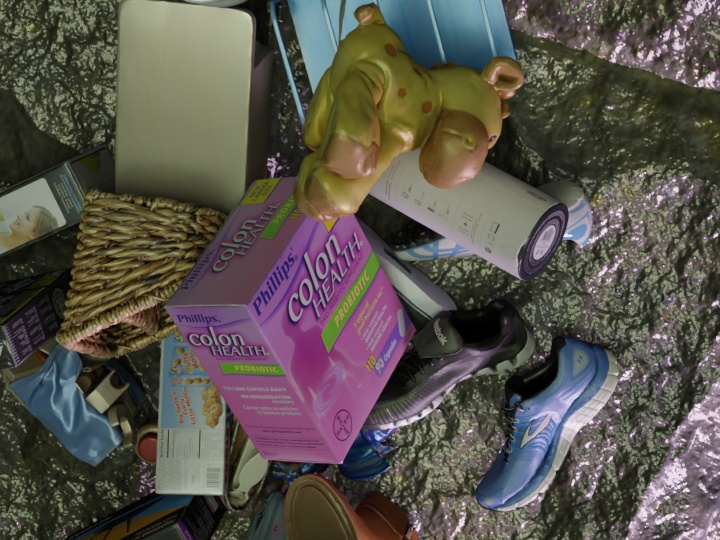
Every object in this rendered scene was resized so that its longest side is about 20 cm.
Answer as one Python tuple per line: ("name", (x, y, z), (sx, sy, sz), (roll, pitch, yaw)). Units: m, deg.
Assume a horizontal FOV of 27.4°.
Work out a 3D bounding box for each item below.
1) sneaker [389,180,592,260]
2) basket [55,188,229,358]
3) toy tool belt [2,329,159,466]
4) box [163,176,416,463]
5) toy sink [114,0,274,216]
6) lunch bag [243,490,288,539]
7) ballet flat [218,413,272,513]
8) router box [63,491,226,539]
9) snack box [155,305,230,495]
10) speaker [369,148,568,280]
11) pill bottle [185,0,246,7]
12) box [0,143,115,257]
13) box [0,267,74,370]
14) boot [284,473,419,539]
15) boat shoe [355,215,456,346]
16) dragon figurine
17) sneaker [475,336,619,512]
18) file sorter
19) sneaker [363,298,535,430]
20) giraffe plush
("sneaker", (0.126, -0.033, 1.432), (0.200, 0.072, 0.073), (-11, 119, 17))
("basket", (-0.189, 0.017, 1.409), (0.142, 0.200, 0.149), (8, 82, 4))
("toy tool belt", (-0.278, 0.142, 1.516), (0.200, 0.123, 0.125), (43, 108, -5))
("box", (-0.058, 0.045, 1.356), (0.097, 0.176, 0.200), (-3, 130, 36))
("toy sink", (-0.156, -0.167, 1.415), (0.130, 0.112, 0.200), (7, 112, 7))
("lunch bag", (-0.100, 0.324, 1.501), (0.077, 0.200, 0.161), (21, 116, -3))
("ballet flat", (-0.102, 0.158, 1.512), (0.069, 0.071, 0.200), (11, 104, -21))
("router box", (-0.241, 0.290, 1.539), (0.200, 0.149, 0.051), (-28, 101, 15))
("snack box", (-0.168, 0.127, 1.505), (0.072, 0.024, 0.200), (0, 82, 10))
("speaker", (0.088, -0.070, 1.367), (0.200, 0.081, 0.081), (30, 110, 27))
("pill bottle", (-0.120, -0.296, 1.324), (0.114, 0.200, 0.114), (2, 107, 8))
("box", (-0.343, -0.054, 1.475), (0.200, 0.117, 0.060), (-22, 98, 16))
("box", (-0.382, 0.059, 1.468), (0.160, 0.200, 0.044), (-12, 104, 11))
("boot", (0.002, 0.259, 1.487), (0.077, 0.155, 0.200), (-27, 104, 25))
("boat shoe", (0.000, 0.000, 1.463), (0.200, 0.072, 0.068), (39, 107, -11))
("dragon figurine", (0.004, 0.175, 1.513), (0.200, 0.059, 0.100), (-5, 107, 15))
("sneaker", (0.167, 0.148, 1.466), (0.089, 0.079, 0.200), (29, 101, -16))
("file sorter", (0.033, -0.215, 1.365), (0.200, 0.123, 0.139), (-13, 104, 12))
("sneaker", (0.073, 0.084, 1.437), (0.200, 0.067, 0.091), (-26, 140, -5))
("giraffe plush", (0.046, -0.129, 1.265), (0.162, 0.173, 0.200), (14, 82, -12))
